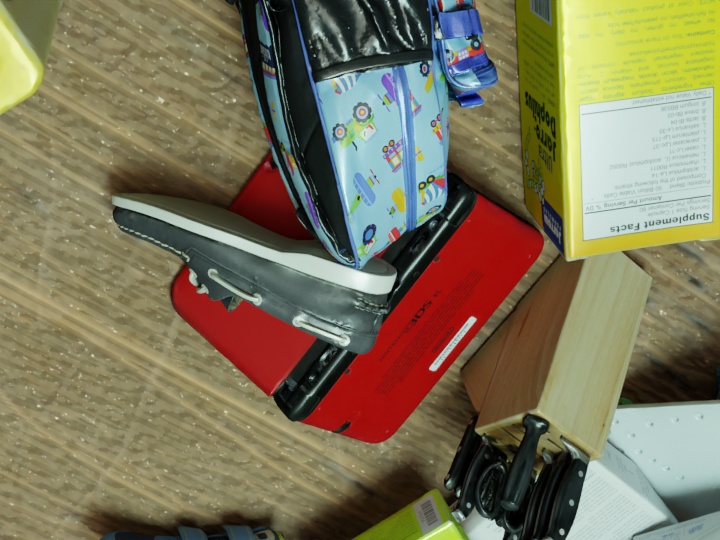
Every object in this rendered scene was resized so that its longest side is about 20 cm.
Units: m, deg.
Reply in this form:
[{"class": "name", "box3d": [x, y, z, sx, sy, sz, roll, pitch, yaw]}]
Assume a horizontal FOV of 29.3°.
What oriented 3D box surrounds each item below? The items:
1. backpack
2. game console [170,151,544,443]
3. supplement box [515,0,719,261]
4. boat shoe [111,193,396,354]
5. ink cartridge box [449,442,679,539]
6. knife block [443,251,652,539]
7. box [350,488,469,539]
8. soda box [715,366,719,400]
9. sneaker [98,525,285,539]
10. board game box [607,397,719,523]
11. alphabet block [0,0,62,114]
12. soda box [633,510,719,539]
[{"class": "backpack", "box3d": [0.004, -0.110, 0.820, 0.133, 0.183, 0.203, -16, 98, -7]}, {"class": "game console", "box3d": [0.000, 0.000, 0.966, 0.201, 0.119, 0.172, -51, 141, 12]}, {"class": "supplement box", "box3d": [0.167, -0.124, 0.894, 0.107, 0.110, 0.203, -7, 112, -6]}, {"class": "boat shoe", "box3d": [-0.075, -0.001, 0.896, 0.197, 0.074, 0.061, 17, 103, 8]}, {"class": "ink cartridge box", "box3d": [0.168, 0.217, 1.047, 0.199, 0.050, 0.161, 37, 115, -24]}, {"class": "knife block", "box3d": [0.137, 0.090, 0.938, 0.064, 0.176, 0.200, 36, 102, -21]}, {"class": "box", "box3d": [0.054, 0.268, 1.012, 0.121, 0.048, 0.201, -31, 118, 3]}, {"class": "soda box", "box3d": [0.373, 0.102, 1.042, 0.197, 0.064, 0.069, -8, 113, -7]}, {"class": "sneaker", "box3d": [-0.100, 0.218, 1.008, 0.198, 0.074, 0.083, 21, 105, -24]}, {"class": "board game box", "box3d": [0.281, 0.170, 1.011, 0.198, 0.026, 0.202, -7, 120, 39]}, {"class": "alphabet block", "box3d": [-0.295, -0.158, 0.756, 0.195, 0.200, 0.196, -32, 113, 4]}, {"class": "soda box", "box3d": [0.285, 0.201, 0.944, 0.199, 0.064, 0.068, -25, 121, 33]}]
